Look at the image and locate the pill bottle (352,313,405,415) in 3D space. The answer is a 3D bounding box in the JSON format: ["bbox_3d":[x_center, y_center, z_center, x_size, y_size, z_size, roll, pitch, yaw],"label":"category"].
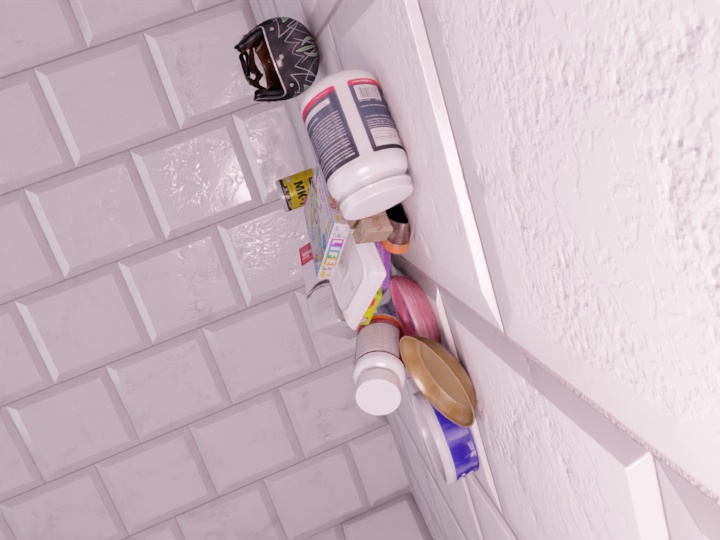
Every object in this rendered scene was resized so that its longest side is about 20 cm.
[{"bbox_3d":[0.039,0.188,1.183,0.202,0.106,0.112,-84,-20,-57],"label":"pill bottle"}]

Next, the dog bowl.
[{"bbox_3d":[0.183,0.354,1.271,0.200,0.077,0.205,159,91,-84],"label":"dog bowl"}]

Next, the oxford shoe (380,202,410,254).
[{"bbox_3d":[0.048,-0.125,1.107,0.074,0.069,0.202,103,148,-43],"label":"oxford shoe"}]

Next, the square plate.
[{"bbox_3d":[-0.025,-0.017,1.129,0.202,0.028,0.202,68,150,29],"label":"square plate"}]

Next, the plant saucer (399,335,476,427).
[{"bbox_3d":[0.149,0.195,1.068,0.200,0.035,0.202,46,158,24],"label":"plant saucer"}]

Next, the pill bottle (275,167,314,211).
[{"bbox_3d":[-0.194,-0.295,2.056,0.114,0.195,0.117,159,89,-84],"label":"pill bottle"}]

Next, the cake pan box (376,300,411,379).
[{"bbox_3d":[0.100,0.179,1.603,0.200,0.051,0.189,-130,20,-74],"label":"cake pan box"}]

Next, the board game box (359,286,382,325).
[{"bbox_3d":[0.000,0.000,1.228,0.103,0.046,0.204,114,156,-48],"label":"board game box"}]

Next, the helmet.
[{"bbox_3d":[-0.189,-0.508,1.393,0.198,0.186,0.206,22,-117,-54],"label":"helmet"}]

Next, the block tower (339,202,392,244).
[{"bbox_3d":[-0.008,-0.141,1.029,0.054,0.056,0.204,-55,49,54],"label":"block tower"}]

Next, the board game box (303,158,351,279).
[{"bbox_3d":[-0.069,-0.104,1.129,0.203,0.033,0.136,-105,27,-43],"label":"board game box"}]

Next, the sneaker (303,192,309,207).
[{"bbox_3d":[-0.052,-0.176,1.356,0.079,0.198,0.076,-12,105,44],"label":"sneaker"}]

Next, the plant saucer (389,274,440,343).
[{"bbox_3d":[0.117,0.102,1.209,0.200,0.050,0.206,159,91,-84],"label":"plant saucer"}]

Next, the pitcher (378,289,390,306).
[{"bbox_3d":[-0.013,0.002,1.495,0.121,0.167,0.205,180,70,-78],"label":"pitcher"}]

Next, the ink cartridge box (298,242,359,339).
[{"bbox_3d":[-0.054,0.043,1.315,0.144,0.082,0.205,21,-129,-51],"label":"ink cartridge box"}]

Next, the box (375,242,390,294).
[{"bbox_3d":[0.041,-0.018,1.322,0.200,0.038,0.141,106,168,-80],"label":"box"}]

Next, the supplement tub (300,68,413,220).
[{"bbox_3d":[-0.006,-0.201,0.932,0.140,0.137,0.205,106,144,-80],"label":"supplement tub"}]
